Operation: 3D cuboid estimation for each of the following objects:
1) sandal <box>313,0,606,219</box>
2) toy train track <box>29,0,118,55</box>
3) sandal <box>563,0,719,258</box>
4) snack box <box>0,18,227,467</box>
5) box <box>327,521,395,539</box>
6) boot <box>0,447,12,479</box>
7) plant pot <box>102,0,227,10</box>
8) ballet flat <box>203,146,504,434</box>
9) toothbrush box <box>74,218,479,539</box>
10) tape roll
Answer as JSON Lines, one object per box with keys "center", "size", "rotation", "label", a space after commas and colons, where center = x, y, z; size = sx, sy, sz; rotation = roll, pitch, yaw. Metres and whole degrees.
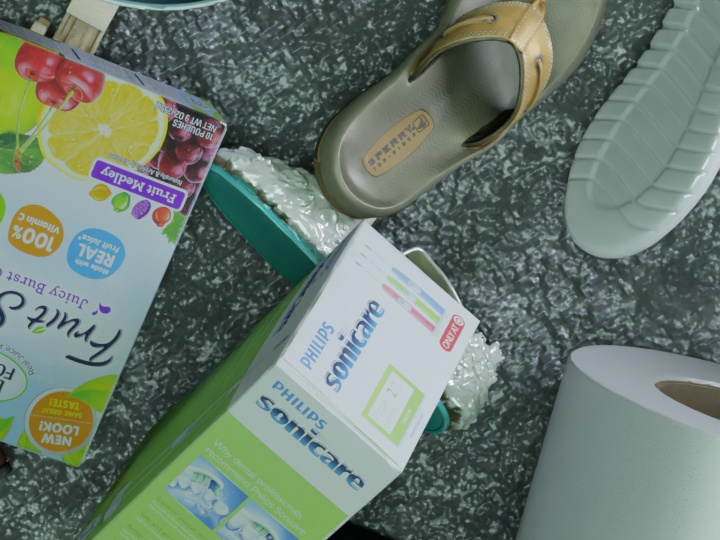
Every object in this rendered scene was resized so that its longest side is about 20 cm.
{"center": [0.059, -0.103, 1.472], "size": [0.200, 0.054, 0.080], "rotation": [-44, 102, -12], "label": "sandal"}
{"center": [-0.183, -0.063, 1.506], "size": [0.115, 0.033, 0.200], "rotation": [28, 100, -5], "label": "toy train track"}
{"center": [0.180, -0.091, 1.489], "size": [0.050, 0.082, 0.203], "rotation": [22, 101, -47], "label": "sandal"}
{"center": [-0.173, -0.016, 1.470], "size": [0.142, 0.053, 0.200], "rotation": [22, 99, -19], "label": "snack box"}
{"center": [-0.016, 0.253, 1.478], "size": [0.124, 0.200, 0.197], "rotation": [22, 100, -4], "label": "box"}
{"center": [-0.291, 0.040, 1.523], "size": [0.188, 0.068, 0.200], "rotation": [-7, 93, 9], "label": "boot"}
{"center": [-0.094, -0.235, 1.424], "size": [0.200, 0.134, 0.200], "rotation": [0, 100, 1], "label": "plant pot"}
{"center": [0.000, 0.000, 1.510], "size": [0.072, 0.072, 0.200], "rotation": [-40, 100, 7], "label": "ballet flat"}
{"center": [-0.048, 0.091, 1.442], "size": [0.086, 0.146, 0.200], "rotation": [40, 123, -6], "label": "toothbrush box"}
{"center": [0.183, 0.135, 1.456], "size": [0.203, 0.203, 0.139], "rotation": [16, 100, -3], "label": "tape roll"}
